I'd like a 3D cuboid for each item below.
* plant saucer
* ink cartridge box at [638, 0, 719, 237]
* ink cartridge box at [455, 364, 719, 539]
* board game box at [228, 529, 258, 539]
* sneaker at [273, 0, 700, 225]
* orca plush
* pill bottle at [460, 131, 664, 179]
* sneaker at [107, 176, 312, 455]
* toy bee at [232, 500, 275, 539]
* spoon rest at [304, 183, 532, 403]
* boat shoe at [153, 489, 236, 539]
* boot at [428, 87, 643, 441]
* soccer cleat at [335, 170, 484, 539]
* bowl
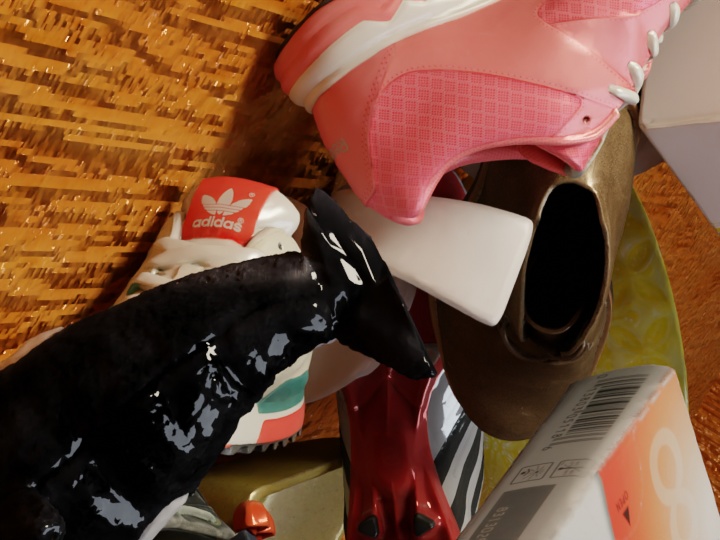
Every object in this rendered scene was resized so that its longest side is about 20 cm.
[{"bbox_3d":[-0.077,0.155,1.199,0.200,0.048,0.200,-62,167,10],"label":"plant saucer"},{"bbox_3d":[0.203,-0.065,1.076,0.200,0.125,0.129,45,46,-51],"label":"ink cartridge box"},{"bbox_3d":[0.099,0.158,1.019,0.162,0.050,0.201,-46,118,-56],"label":"ink cartridge box"},{"bbox_3d":[-0.036,0.169,0.956,0.135,0.035,0.200,-35,143,12],"label":"board game box"},{"bbox_3d":[0.074,-0.078,0.971,0.200,0.087,0.074,-24,172,-6],"label":"sneaker"},{"bbox_3d":[-0.072,0.065,0.773,0.199,0.105,0.071,-22,-158,9],"label":"orca plush"},{"bbox_3d":[0.102,-0.100,1.147,0.113,0.113,0.200,-65,167,25],"label":"pill bottle"},{"bbox_3d":[-0.062,0.015,0.922,0.200,0.070,0.094,-13,116,-72],"label":"sneaker"},{"bbox_3d":[-0.044,0.149,1.063,0.199,0.109,0.131,-18,163,-22],"label":"toy bee"},{"bbox_3d":[0.000,0.000,1.054,0.100,0.060,0.200,-69,-166,-14],"label":"spoon rest"},{"bbox_3d":[-0.095,0.098,0.934,0.072,0.071,0.200,-63,165,22],"label":"boat shoe"},{"bbox_3d":[0.063,0.011,1.059,0.200,0.073,0.076,98,-2,-50],"label":"boot"},{"bbox_3d":[0.021,0.052,1.188,0.085,0.068,0.201,-22,111,-82],"label":"soccer cleat"},{"bbox_3d":[0.061,0.042,1.282,0.107,0.201,0.200,-8,146,-16],"label":"bowl"}]
